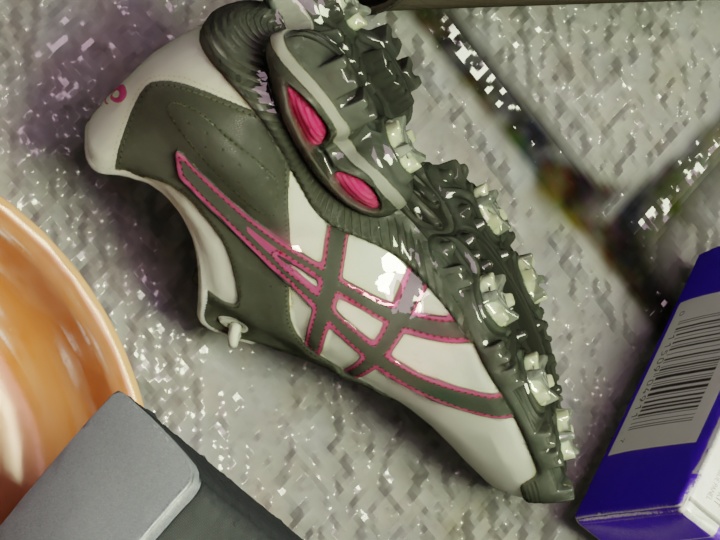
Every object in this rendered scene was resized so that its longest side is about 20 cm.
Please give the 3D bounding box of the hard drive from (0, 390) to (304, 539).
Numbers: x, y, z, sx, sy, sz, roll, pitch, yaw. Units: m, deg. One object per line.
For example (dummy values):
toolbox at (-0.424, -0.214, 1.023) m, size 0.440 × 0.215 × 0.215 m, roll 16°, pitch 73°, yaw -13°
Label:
hard drive at (-0.075, 0.147, 0.658) m, size 0.135 × 0.042 × 0.200 m, roll 44°, pitch 75°, yaw -37°

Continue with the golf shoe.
golf shoe at (0.000, 0.000, 0.755) m, size 0.200 × 0.088 × 0.077 m, roll 56°, pitch 19°, yaw -30°

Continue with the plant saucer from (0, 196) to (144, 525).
plant saucer at (-0.152, 0.062, 0.672) m, size 0.200 × 0.037 × 0.200 m, roll 5°, pitch 79°, yaw -28°

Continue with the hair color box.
hair color box at (0.180, 0.090, 0.831) m, size 0.200 × 0.065 × 0.109 m, roll 38°, pitch 65°, yaw -21°

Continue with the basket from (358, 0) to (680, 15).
basket at (0.090, -0.158, 0.794) m, size 0.200 × 0.136 × 0.181 m, roll 5°, pitch 83°, yaw -32°
